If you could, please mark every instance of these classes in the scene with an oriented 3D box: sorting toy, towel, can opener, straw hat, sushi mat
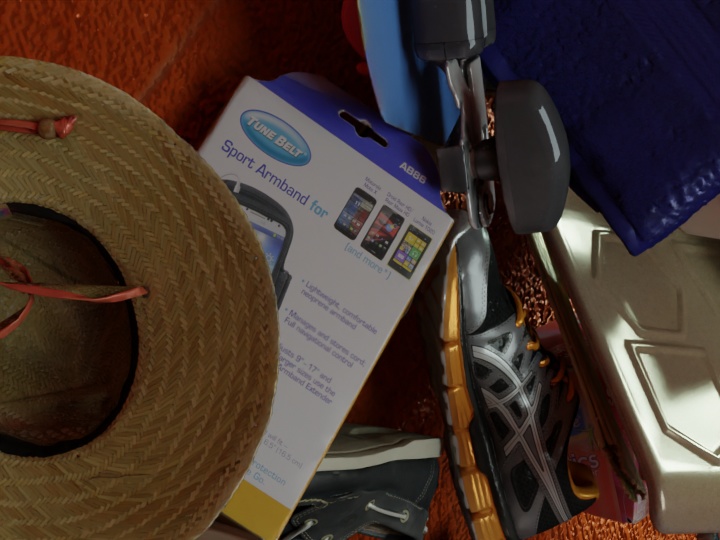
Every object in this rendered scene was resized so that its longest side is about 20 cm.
[{"bbox_3d":[0.183,0.046,0.903,0.184,0.036,0.201,6,58,-40],"label":"sorting toy"},{"bbox_3d":[0.163,-0.122,0.802,0.200,0.148,0.050,-38,172,9],"label":"towel"},{"bbox_3d":[0.059,-0.116,0.758,0.053,0.066,0.202,-47,134,-67],"label":"can opener"},{"bbox_3d":[-0.126,0.022,0.642,0.085,0.199,0.203,153,-49,-85],"label":"straw hat"},{"bbox_3d":[0.114,0.025,0.920,0.096,0.012,0.201,55,16,-61],"label":"sushi mat"}]

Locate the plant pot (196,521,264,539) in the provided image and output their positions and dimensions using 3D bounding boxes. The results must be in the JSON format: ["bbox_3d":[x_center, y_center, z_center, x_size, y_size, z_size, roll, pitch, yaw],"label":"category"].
[{"bbox_3d":[-0.087,0.199,0.712,0.093,0.199,0.203,-154,-106,-85],"label":"plant pot"}]

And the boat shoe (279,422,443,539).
[{"bbox_3d":[-0.023,0.111,0.825,0.199,0.071,0.068,10,91,-56],"label":"boat shoe"}]

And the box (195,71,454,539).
[{"bbox_3d":[-0.044,0.009,0.744,0.119,0.041,0.201,34,65,-8],"label":"box"}]

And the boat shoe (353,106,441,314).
[{"bbox_3d":[0.000,0.000,0.827,0.201,0.068,0.072,-58,139,-25],"label":"boat shoe"}]

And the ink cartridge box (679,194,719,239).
[{"bbox_3d":[0.243,-0.111,0.850,0.084,0.144,0.201,39,68,-51],"label":"ink cartridge box"}]

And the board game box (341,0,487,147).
[{"bbox_3d":[0.017,-0.141,0.802,0.200,0.039,0.160,9,81,-68],"label":"board game box"}]

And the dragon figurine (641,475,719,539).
[{"bbox_3d":[0.218,0.101,0.970,0.201,0.059,0.099,53,52,-8],"label":"dragon figurine"}]

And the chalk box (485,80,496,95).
[{"bbox_3d":[0.135,-0.156,0.920,0.123,0.124,0.202,-19,115,-49],"label":"chalk box"}]

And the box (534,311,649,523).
[{"bbox_3d":[0.180,0.077,1.058,0.199,0.102,0.096,-19,114,-48],"label":"box"}]

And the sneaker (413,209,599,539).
[{"bbox_3d":[0.076,0.056,0.882,0.078,0.077,0.201,-105,-179,-61],"label":"sneaker"}]
